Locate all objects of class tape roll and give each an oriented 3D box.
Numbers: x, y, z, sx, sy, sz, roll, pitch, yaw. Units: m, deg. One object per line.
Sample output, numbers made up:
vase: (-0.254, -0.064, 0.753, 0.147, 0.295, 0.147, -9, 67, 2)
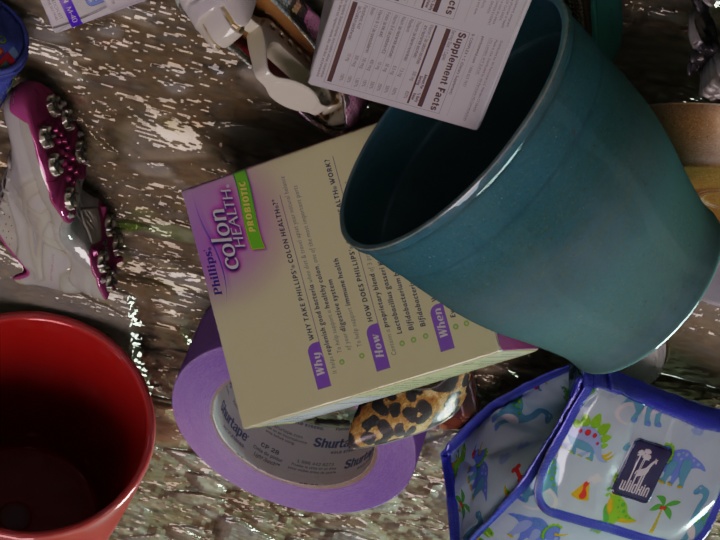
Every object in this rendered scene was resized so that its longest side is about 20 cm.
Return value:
tape roll: (-0.044, 0.103, 1.764, 0.199, 0.066, 0.201, 11, 138, 10)

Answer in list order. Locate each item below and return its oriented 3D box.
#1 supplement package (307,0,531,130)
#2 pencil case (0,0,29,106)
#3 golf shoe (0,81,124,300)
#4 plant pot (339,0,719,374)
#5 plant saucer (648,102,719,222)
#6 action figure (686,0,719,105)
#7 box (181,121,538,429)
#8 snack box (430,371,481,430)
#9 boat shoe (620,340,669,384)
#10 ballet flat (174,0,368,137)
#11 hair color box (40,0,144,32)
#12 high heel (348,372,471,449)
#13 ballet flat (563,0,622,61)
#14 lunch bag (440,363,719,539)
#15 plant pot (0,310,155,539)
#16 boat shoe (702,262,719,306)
supplement package: (0.050, -0.217, 1.354, 0.110, 0.201, 0.156, 15, 135, -6)
pencil case: (-0.307, -0.112, 1.605, 0.087, 0.078, 0.200, 28, 132, -12)
golf shoe: (-0.240, -0.054, 1.658, 0.091, 0.076, 0.201, -1, 133, 15)
plant pot: (0.122, -0.040, 1.425, 0.188, 0.201, 0.200, 39, 128, -22)
plant saucer: (0.250, -0.063, 1.526, 0.199, 0.036, 0.200, 9, 166, 2)
action figure: (0.265, -0.166, 1.442, 0.199, 0.102, 0.119, 28, 135, -22)
box: (0.000, 0.000, 1.577, 0.199, 0.177, 0.097, -18, 173, 19)
snack box: (0.044, 0.050, 1.747, 0.071, 0.024, 0.201, -2, 134, 14)
boat shoe: (0.178, 0.027, 1.670, 0.074, 0.069, 0.200, -14, 133, 20)
ballet flat: (-0.068, -0.161, 1.521, 0.069, 0.071, 0.200, -31, 122, 35)
hair color box: (-0.126, -0.238, 1.437, 0.199, 0.065, 0.110, -17, 107, 22)
high heel: (0.051, 0.031, 1.632, 0.071, 0.200, 0.143, 32, 153, 37)
ballet flat: (0.137, -0.211, 1.447, 0.075, 0.068, 0.201, 26, 143, 20)
lunch bag: (0.185, 0.155, 1.749, 0.169, 0.128, 0.200, 18, 133, -26)
plant pot: (-0.269, 0.163, 1.804, 0.199, 0.201, 0.178, 13, 145, -4)
boat shoe: (0.321, -0.002, 1.624, 0.199, 0.069, 0.057, 1, 173, 15)
